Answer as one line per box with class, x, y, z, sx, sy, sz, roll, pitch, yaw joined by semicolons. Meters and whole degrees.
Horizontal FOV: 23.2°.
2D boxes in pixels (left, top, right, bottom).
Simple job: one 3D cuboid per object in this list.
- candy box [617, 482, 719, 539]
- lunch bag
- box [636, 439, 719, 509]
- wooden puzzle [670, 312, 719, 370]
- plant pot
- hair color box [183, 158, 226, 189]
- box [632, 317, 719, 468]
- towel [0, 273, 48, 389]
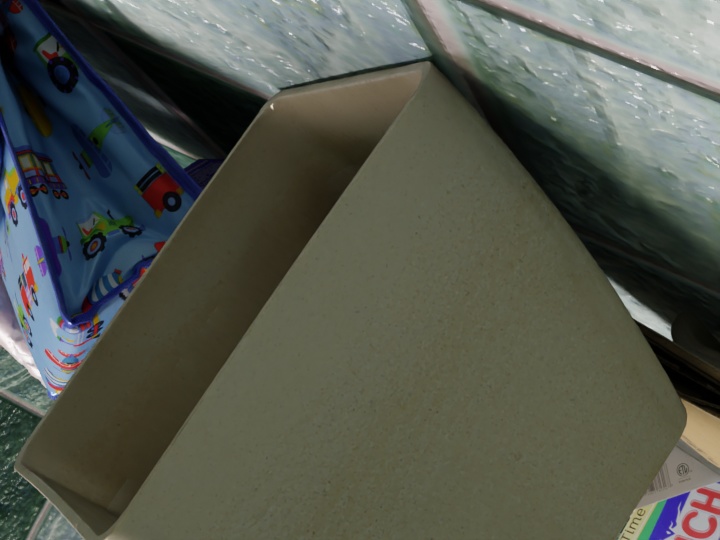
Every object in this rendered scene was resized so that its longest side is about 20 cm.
candy box;0.245;0.200;1.030;0.200;0.169;0.077;20;165;43
lunch bag;-0.156;-0.056;0.868;0.200;0.094;0.151;59;161;9
box;0.104;0.093;0.995;0.117;0.060;0.200;-15;-174;-16
wooden puzzle;0.250;0.088;0.785;0.200;0.037;0.185;29;174;36
plant pot;0.005;0.056;0.695;0.177;0.200;0.200;37;170;-16
hair color box;-0.042;0.002;0.904;0.200;0.065;0.109;9;129;62
box;0.169;0.073;0.780;0.200;0.021;0.163;37;176;-40
towel;-0.137;0.008;1.006;0.200;0.191;0.032;45;126;-13
